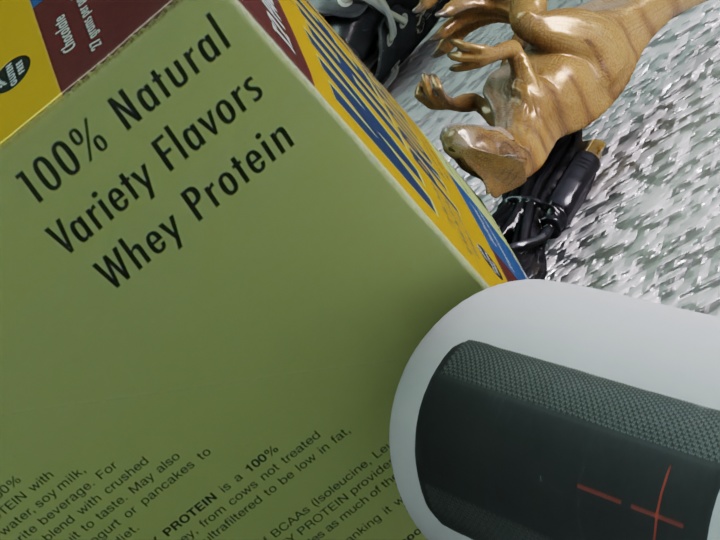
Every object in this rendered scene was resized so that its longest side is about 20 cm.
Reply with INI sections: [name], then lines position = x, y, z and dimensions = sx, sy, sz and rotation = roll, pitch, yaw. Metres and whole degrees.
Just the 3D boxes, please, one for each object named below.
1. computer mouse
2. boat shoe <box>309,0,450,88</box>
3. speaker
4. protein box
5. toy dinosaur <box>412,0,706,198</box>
[computer mouse]
position = 0.000, 0.000, 0.819
dimensions = 0.199, 0.044, 0.110
rotation = -25, 25, 39
[boat shoe]
position = -0.012, -0.113, 1.057
dimensions = 0.200, 0.074, 0.060
rotation = -42, 18, 4
[speaker]
position = 0.080, 0.051, 0.489
dimensions = 0.081, 0.081, 0.200
rotation = -44, 19, -12
[protein box]
position = -0.072, 0.012, 0.638
dimensions = 0.198, 0.200, 0.135
rotation = -38, 36, 8
[toy dinosaur]
position = 0.078, -0.081, 0.792
dimensions = 0.200, 0.106, 0.061
rotation = -41, -27, -36
